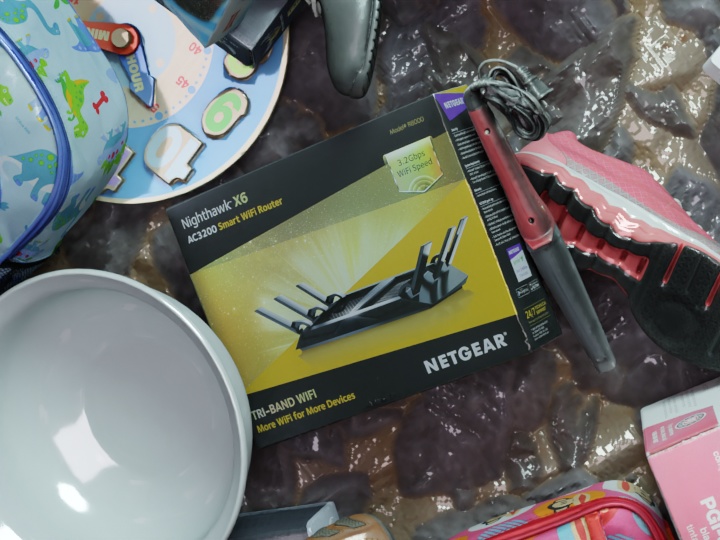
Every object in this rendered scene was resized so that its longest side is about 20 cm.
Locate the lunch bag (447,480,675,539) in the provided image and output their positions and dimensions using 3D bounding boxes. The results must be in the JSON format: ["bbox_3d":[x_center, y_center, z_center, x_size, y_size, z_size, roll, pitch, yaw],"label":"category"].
[{"bbox_3d":[0.145,0.232,1.354,0.175,0.082,0.201,-21,94,6],"label":"lunch bag"}]

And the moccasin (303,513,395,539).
[{"bbox_3d":[0.011,0.247,1.340,0.077,0.074,0.203,-24,105,-20],"label":"moccasin"}]

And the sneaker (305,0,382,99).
[{"bbox_3d":[-0.032,-0.192,1.290,0.088,0.074,0.202,-3,74,-6],"label":"sneaker"}]

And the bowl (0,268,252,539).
[{"bbox_3d":[-0.143,0.091,1.363,0.199,0.090,0.203,4,102,19],"label":"bowl"}]

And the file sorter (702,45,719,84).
[{"bbox_3d":[0.324,-0.119,1.263,0.200,0.125,0.139,40,65,4],"label":"file sorter"}]

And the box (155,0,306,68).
[{"bbox_3d":[-0.097,-0.243,1.354,0.199,0.051,0.158,35,82,5],"label":"box"}]

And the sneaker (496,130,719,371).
[{"bbox_3d":[0.174,-0.022,1.331,0.199,0.087,0.074,34,132,9],"label":"sneaker"}]

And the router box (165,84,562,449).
[{"bbox_3d":[0.000,0.000,1.339,0.199,0.052,0.158,-22,90,29],"label":"router box"}]

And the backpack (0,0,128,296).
[{"bbox_3d":[-0.244,-0.074,1.320,0.200,0.147,0.183,-39,88,32],"label":"backpack"}]

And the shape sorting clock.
[{"bbox_3d":[-0.142,-0.141,1.388,0.198,0.039,0.202,0,94,7],"label":"shape sorting clock"}]

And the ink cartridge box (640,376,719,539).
[{"bbox_3d":[0.266,0.090,1.295,0.199,0.147,0.083,-23,93,8],"label":"ink cartridge box"}]

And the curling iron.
[{"bbox_3d":[0.107,-0.027,1.292,0.049,0.026,0.201,-3,116,38],"label":"curling iron"}]

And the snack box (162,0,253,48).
[{"bbox_3d":[-0.126,-0.233,1.267,0.200,0.116,0.037,48,58,6],"label":"snack box"}]

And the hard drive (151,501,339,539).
[{"bbox_3d":[-0.062,0.251,1.398,0.134,0.042,0.202,-8,92,7],"label":"hard drive"}]
